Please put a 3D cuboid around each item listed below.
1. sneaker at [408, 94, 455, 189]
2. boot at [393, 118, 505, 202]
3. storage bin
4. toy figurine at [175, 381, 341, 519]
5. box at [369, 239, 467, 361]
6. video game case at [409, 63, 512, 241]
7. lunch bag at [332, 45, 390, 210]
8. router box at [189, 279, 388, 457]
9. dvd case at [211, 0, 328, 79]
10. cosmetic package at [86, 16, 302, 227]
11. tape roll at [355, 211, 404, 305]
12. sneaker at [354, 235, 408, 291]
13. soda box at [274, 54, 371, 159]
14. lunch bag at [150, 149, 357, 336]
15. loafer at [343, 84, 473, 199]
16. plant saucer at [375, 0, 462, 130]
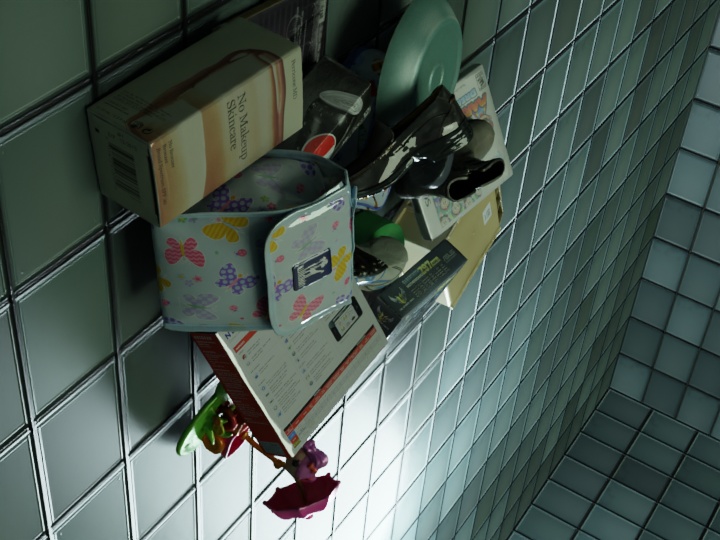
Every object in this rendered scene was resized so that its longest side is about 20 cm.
[{"bbox_3d":[0.106,-0.177,1.554,0.082,0.070,0.202,47,37,-45],"label":"sneaker"},{"bbox_3d":[0.151,-0.143,1.601,0.199,0.130,0.068,-35,120,-33],"label":"boot"},{"bbox_3d":[0.141,-0.075,1.843,0.199,0.093,0.200,-58,157,-19],"label":"storage bin"},{"bbox_3d":[-0.098,0.209,1.405,0.150,0.184,0.201,-39,166,-46],"label":"toy figurine"},{"bbox_3d":[0.053,0.056,1.646,0.200,0.051,0.158,-39,169,-49],"label":"box"},{"bbox_3d":[0.133,-0.171,1.685,0.200,0.024,0.183,-39,121,-33],"label":"video game case"},{"bbox_3d":[0.010,-0.172,1.475,0.160,0.075,0.202,2,110,-69],"label":"lunch bag"},{"bbox_3d":[-0.073,0.075,1.320,0.200,0.049,0.180,-47,122,-34],"label":"router box"},{"bbox_3d":[-0.098,-0.220,1.256,0.200,0.016,0.150,-42,150,-46],"label":"dvd case"},{"bbox_3d":[-0.149,-0.142,1.101,0.200,0.087,0.104,-42,147,-34],"label":"cosmetic package"},{"bbox_3d":[-0.007,0.017,1.663,0.201,0.048,0.202,-48,152,-36],"label":"tape roll"},{"bbox_3d":[0.000,0.000,1.508,0.073,0.072,0.200,-56,162,20],"label":"sneaker"},{"bbox_3d":[-0.071,-0.138,1.294,0.201,0.070,0.063,-52,166,-15],"label":"soda box"},{"bbox_3d":[-0.104,-0.027,1.176,0.171,0.198,0.128,94,-5,-45],"label":"lunch bag"},{"bbox_3d":[0.031,-0.144,1.366,0.199,0.073,0.073,-30,111,-8],"label":"loafer"},{"bbox_3d":[0.079,-0.238,1.431,0.200,0.036,0.201,-50,150,-42],"label":"plant saucer"}]
